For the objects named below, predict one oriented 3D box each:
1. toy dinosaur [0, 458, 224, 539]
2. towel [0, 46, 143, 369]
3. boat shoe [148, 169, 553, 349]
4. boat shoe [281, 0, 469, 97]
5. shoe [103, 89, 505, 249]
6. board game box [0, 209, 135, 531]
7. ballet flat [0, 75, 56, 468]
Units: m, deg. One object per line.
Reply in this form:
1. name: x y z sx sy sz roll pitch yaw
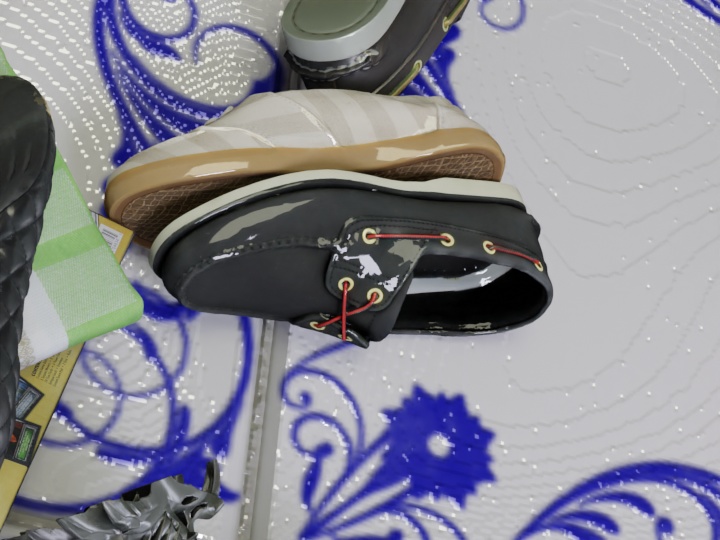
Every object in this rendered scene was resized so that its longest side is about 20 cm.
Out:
1. toy dinosaur: -0.077 0.153 0.754 0.199 0.102 0.137 -16 84 -51
2. towel: -0.204 -0.008 0.793 0.199 0.031 0.150 -20 74 -35
3. boat shoe: 0.001 -0.002 0.895 0.200 0.074 0.063 -1 54 -31
4. boat shoe: 0.023 -0.148 1.003 0.071 0.061 0.201 9 42 29
5. shoe: -0.029 -0.050 0.914 0.198 0.070 0.054 -7 54 -25
6. board game box: -0.191 0.038 0.807 0.135 0.035 0.201 27 54 -9
7. ballet flat: -0.159 0.003 0.771 0.066 0.057 0.201 1 53 4
